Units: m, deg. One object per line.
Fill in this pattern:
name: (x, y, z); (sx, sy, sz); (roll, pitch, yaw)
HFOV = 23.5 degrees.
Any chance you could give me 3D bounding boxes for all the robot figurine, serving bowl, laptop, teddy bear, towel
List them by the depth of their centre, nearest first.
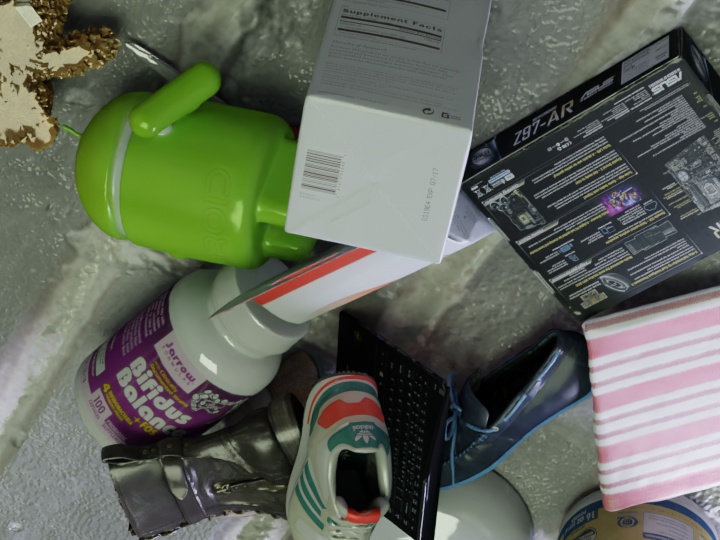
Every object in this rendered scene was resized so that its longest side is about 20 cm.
teddy bear: (-0.251, -0.191, 1.277); (0.144, 0.067, 0.201); (-7, 120, 4)
robot figurine: (-0.124, -0.068, 1.293); (0.198, 0.116, 0.176); (12, 149, 14)
towel: (0.255, 0.101, 1.398); (0.145, 0.030, 0.201); (-14, 124, -5)
laptop: (0.012, 0.165, 1.399); (0.200, 0.103, 0.178); (34, 133, 36)
serving bowl: (0.055, 0.254, 1.555); (0.198, 0.066, 0.201); (5, 127, 7)

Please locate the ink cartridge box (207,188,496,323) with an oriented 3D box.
ink cartridge box: (0.000, 0.000, 1.287); (0.161, 0.200, 0.050); (-25, 95, 26)

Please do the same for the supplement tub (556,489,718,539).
supplement tub: (0.233, 0.296, 1.468); (0.143, 0.201, 0.145); (5, 128, 7)

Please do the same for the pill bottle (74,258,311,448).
pill bottle: (-0.135, 0.069, 1.418); (0.112, 0.113, 0.200); (39, 124, -20)

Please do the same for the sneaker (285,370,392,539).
sneaker: (-0.015, 0.180, 1.352); (0.070, 0.094, 0.201); (-1, 126, -13)

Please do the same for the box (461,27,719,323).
box: (0.199, -0.066, 1.294); (0.199, 0.044, 0.160); (-30, 117, 29)

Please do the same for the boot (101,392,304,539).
boot: (-0.109, 0.186, 1.440); (0.173, 0.069, 0.201); (-20, 130, 5)

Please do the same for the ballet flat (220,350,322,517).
ballet flat: (-0.091, 0.149, 1.490); (0.067, 0.068, 0.201); (-6, 137, -33)

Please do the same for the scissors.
scissors: (-0.098, -0.110, 1.333); (0.199, 0.014, 0.073); (22, 130, -8)

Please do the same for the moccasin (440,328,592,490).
moccasin: (0.108, 0.104, 1.427); (0.200, 0.081, 0.068); (-41, 128, 21)

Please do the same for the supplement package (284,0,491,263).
supplement package: (0.022, -0.117, 1.187); (0.109, 0.201, 0.114); (12, 128, 0)
